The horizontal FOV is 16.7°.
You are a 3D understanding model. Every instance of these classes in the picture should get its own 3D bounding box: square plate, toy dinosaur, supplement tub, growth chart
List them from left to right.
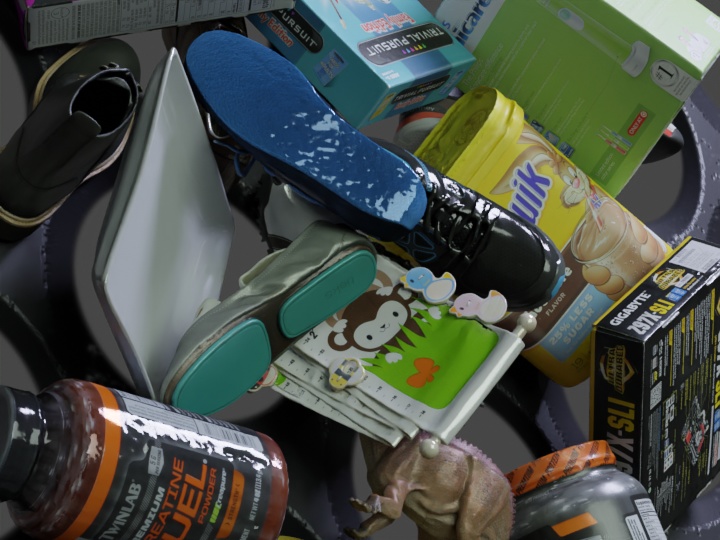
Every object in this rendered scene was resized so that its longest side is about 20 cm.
[{"bbox_3d":[-0.152,0.132,1.559,0.200,0.107,0.107,18,54,-31],"label":"supplement tub"},{"bbox_3d":[-0.134,-0.012,1.639,0.198,0.028,0.200,75,22,-52],"label":"square plate"},{"bbox_3d":[0.010,0.051,1.689,0.145,0.200,0.018,-59,151,-23],"label":"growth chart"},{"bbox_3d":[0.058,0.142,1.709,0.200,0.086,0.136,41,69,-20],"label":"toy dinosaur"},{"bbox_3d":[0.171,0.232,1.764,0.122,0.123,0.200,-8,70,-43],"label":"supplement tub"}]

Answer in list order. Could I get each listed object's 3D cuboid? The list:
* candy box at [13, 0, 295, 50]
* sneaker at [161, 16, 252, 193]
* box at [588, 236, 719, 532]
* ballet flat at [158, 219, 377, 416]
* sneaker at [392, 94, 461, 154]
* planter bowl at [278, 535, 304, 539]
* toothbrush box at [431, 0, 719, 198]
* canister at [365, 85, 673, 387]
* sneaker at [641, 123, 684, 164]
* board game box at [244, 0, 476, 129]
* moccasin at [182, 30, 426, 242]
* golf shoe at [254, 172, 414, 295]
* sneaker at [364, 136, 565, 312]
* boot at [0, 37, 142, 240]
[{"bbox_3d":[-0.155,-0.243,1.747,0.200,0.061,0.137,-11,66,-13],"label":"candy box"},{"bbox_3d":[-0.097,-0.149,1.797,0.070,0.076,0.200,16,56,-33],"label":"sneaker"},{"bbox_3d":[0.230,0.098,1.863,0.160,0.049,0.200,-40,137,-47],"label":"box"},{"bbox_3d":[-0.074,0.033,1.667,0.200,0.067,0.064,-37,48,-28],"label":"ballet flat"},{"bbox_3d":[0.116,-0.098,1.954,0.200,0.077,0.082,26,44,-28],"label":"sneaker"},{"bbox_3d":[-0.016,0.257,1.617,0.200,0.083,0.201,20,54,-30],"label":"planter bowl"},{"bbox_3d":[0.165,-0.178,1.905,0.200,0.146,0.086,35,40,4],"label":"toothbrush box"},{"bbox_3d":[0.125,-0.023,1.871,0.200,0.087,0.149,39,86,-20],"label":"canister"},{"bbox_3d":[0.187,-0.158,2.052,0.201,0.067,0.108,10,61,-33],"label":"sneaker"},{"bbox_3d":[-0.024,-0.203,1.856,0.200,0.047,0.151,45,29,11],"label":"board game box"},{"bbox_3d":[-0.048,-0.082,1.697,0.200,0.068,0.080,43,66,9],"label":"moccasin"},{"bbox_3d":[0.000,0.000,1.779,0.078,0.094,0.200,-24,81,-45],"label":"golf shoe"},{"bbox_3d":[0.052,-0.033,1.748,0.200,0.073,0.082,29,-1,17],"label":"sneaker"},{"bbox_3d":[-0.174,-0.116,1.666,0.077,0.138,0.200,38,44,-14],"label":"boot"}]
